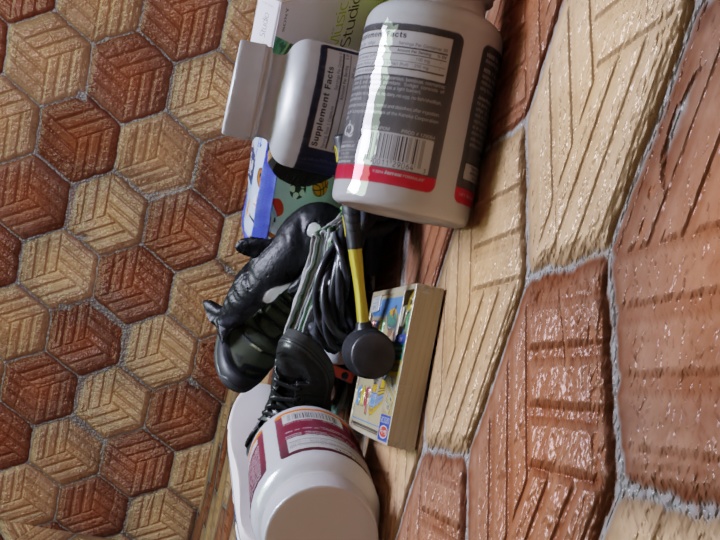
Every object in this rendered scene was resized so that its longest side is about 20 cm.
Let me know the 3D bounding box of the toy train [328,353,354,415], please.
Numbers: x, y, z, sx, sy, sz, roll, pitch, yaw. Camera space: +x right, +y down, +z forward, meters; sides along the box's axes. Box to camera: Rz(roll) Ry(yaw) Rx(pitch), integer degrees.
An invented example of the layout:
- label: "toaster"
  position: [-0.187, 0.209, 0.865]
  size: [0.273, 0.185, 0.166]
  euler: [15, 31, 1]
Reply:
- label: "toy train"
  position: [-0.046, 0.094, 1.315]
  size: [0.200, 0.084, 0.115]
  euler: [-147, 79, -80]

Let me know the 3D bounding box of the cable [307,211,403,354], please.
- label: "cable"
  position: [0.000, 0.000, 1.115]
  size: [0.164, 0.050, 0.200]
  euler: [-62, -11, -9]

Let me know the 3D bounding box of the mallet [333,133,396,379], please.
- label: "mallet"
  position: [-0.002, -0.009, 0.943]
  size: [0.066, 0.041, 0.203]
  euler: [-142, 46, -78]

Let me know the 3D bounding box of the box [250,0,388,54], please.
- label: "box"
  position: [-0.049, -0.247, 1.277]
  size: [0.199, 0.036, 0.146]
  euler: [-25, -41, -47]

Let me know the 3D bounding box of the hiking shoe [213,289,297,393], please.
- label: "hiking shoe"
  position: [-0.098, 0.043, 1.299]
  size: [0.101, 0.075, 0.201]
  euler: [-46, 15, 56]

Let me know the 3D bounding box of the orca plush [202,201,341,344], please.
- label: "orca plush"
  position: [-0.110, -0.014, 1.243]
  size: [0.199, 0.071, 0.106]
  euler: [-34, 30, 32]

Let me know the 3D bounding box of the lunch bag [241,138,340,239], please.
- label: "lunch bag"
  position: [-0.072, -0.125, 1.403]
  size: [0.200, 0.123, 0.172]
  euler: [-31, -45, -64]

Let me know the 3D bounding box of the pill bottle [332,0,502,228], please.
- label: "pill bottle"
  position: [0.049, -0.141, 0.893]
  size: [0.111, 0.109, 0.203]
  euler: [-175, 97, -81]

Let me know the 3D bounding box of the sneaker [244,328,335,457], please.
- label: "sneaker"
  position: [-0.074, 0.153, 1.159]
  size: [0.104, 0.060, 0.201]
  euler: [-52, -23, -31]

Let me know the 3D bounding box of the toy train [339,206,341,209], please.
- label: "toy train"
  position: [-0.003, -0.075, 1.323]
  size: [0.056, 0.041, 0.201]
  euler: [-47, -18, -46]

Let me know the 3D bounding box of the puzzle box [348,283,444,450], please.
- label: "puzzle box"
  position: [0.028, 0.083, 1.020]
  size: [0.200, 0.025, 0.135]
  euler: [158, 123, -80]

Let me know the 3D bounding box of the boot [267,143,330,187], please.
- label: "boot"
  position: [-0.053, -0.165, 1.183]
  size: [0.077, 0.139, 0.199]
  euler: [-43, -16, 30]

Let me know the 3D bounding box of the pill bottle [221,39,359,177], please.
- label: "pill bottle"
  position: [-0.016, -0.136, 1.010]
  size: [0.111, 0.198, 0.112]
  euler: [-168, 90, -81]

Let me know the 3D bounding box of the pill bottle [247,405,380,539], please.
- label: "pill bottle"
  position: [-0.043, 0.202, 1.031]
  size: [0.200, 0.113, 0.116]
  euler: [-123, 45, -78]

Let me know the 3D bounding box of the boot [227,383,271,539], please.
- label: "boot"
  position: [-0.118, 0.233, 1.297]
  size: [0.091, 0.072, 0.202]
  euler: [108, 165, -51]

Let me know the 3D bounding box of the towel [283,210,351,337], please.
- label: "towel"
  position: [-0.023, -0.015, 1.217]
  size: [0.150, 0.030, 0.200]
  euler: [-69, -8, 30]
